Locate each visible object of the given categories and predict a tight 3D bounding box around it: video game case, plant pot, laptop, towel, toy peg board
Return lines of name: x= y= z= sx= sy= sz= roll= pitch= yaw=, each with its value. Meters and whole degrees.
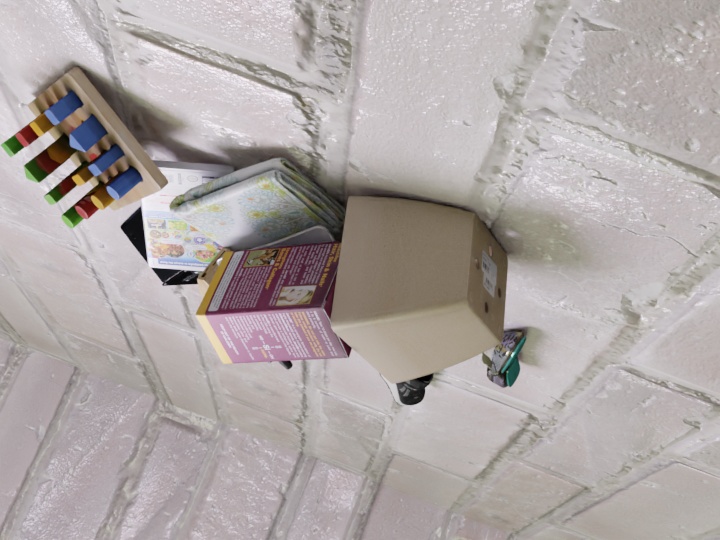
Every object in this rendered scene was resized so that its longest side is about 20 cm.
video game case: x=-0.255 y=-0.078 z=1.725 sx=0.142 sy=0.018 sz=0.201 roll=4 pitch=133 yaw=1
plant pot: x=0.092 y=0.021 z=1.553 sx=0.176 sy=0.201 sz=0.200 roll=-6 pitch=150 yaw=27
laptop: x=-0.313 y=-0.043 z=2.083 sx=0.199 sy=0.117 sz=0.187 roll=-2 pitch=172 yaw=-24
towel: x=-0.142 y=-0.085 z=1.637 sx=0.199 sy=0.048 sz=0.171 roll=-17 pitch=145 yaw=29
toy peg board: x=-0.400 y=-0.156 z=1.626 sx=0.200 sy=0.098 sz=0.199 roll=52 pitch=152 yaw=-16

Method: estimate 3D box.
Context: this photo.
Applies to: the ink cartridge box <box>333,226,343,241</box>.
ink cartridge box: x=0.000 y=0.000 z=1.768 sx=0.199 sy=0.068 sz=0.116 roll=25 pitch=160 yaw=-9

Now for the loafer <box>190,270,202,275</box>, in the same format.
loafer: x=-0.186 y=-0.049 z=1.805 sx=0.199 sy=0.071 sz=0.068 roll=-14 pitch=130 yaw=17

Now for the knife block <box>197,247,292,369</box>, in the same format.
knife block: x=-0.154 y=0.068 z=1.746 sx=0.175 sy=0.064 sz=0.200 roll=33 pitch=159 yaw=11

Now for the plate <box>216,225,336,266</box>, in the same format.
plate: x=-0.076 y=0.023 z=1.665 sx=0.199 sy=0.032 sz=0.200 roll=-16 pitch=125 yaw=33

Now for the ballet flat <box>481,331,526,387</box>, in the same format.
ballet flat: x=0.231 y=0.141 z=1.913 sx=0.072 sy=0.072 sz=0.201 roll=17 pitch=159 yaw=11

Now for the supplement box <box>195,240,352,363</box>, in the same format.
supplement box: x=-0.104 y=0.045 z=1.581 sx=0.199 sy=0.131 sz=0.104 roll=-4 pitch=132 yaw=25

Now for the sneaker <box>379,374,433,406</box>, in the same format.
sneaker: x=0.106 y=0.217 z=2.247 sx=0.087 sy=0.076 sz=0.200 roll=5 pitch=156 yaw=24
